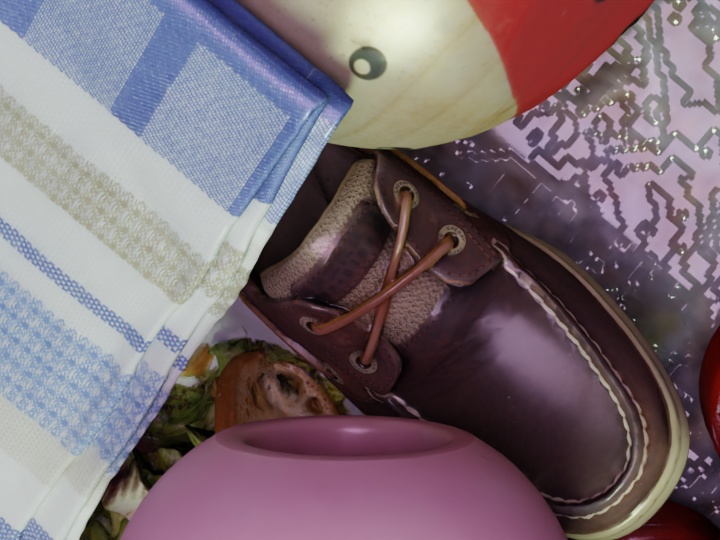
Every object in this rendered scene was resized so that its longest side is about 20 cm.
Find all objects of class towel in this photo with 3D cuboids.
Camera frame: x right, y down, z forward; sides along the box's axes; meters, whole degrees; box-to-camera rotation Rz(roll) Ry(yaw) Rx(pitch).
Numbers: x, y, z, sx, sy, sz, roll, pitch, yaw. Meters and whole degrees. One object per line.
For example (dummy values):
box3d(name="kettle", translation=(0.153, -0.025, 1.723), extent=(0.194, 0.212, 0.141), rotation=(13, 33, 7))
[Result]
box3d(name="towel", translation=(-0.098, -0.020, 0.683), extent=(0.147, 0.024, 0.200), rotation=(38, 130, 5))

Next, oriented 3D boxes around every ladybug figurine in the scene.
box3d(name="ladybug figurine", translation=(0.049, -0.107, 0.667), extent=(0.072, 0.136, 0.200), rotation=(36, 79, 25))

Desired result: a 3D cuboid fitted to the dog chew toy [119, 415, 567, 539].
box3d(name="dog chew toy", translation=(-0.004, 0.141, 0.665), extent=(0.124, 0.125, 0.202), rotation=(1, 96, 10))

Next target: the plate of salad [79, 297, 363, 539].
box3d(name="plate of salad", translation=(-0.069, 0.092, 0.772), extent=(0.199, 0.048, 0.202), rotation=(2, 99, 10))

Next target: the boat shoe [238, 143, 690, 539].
box3d(name="boat shoe", translation=(0.000, 0.000, 0.708), extent=(0.200, 0.072, 0.072), rotation=(44, 105, 20))

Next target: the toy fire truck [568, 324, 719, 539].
box3d(name="toy fire truck", translation=(0.146, 0.110, 0.714), extent=(0.167, 0.112, 0.200), rotation=(33, 104, -15))
